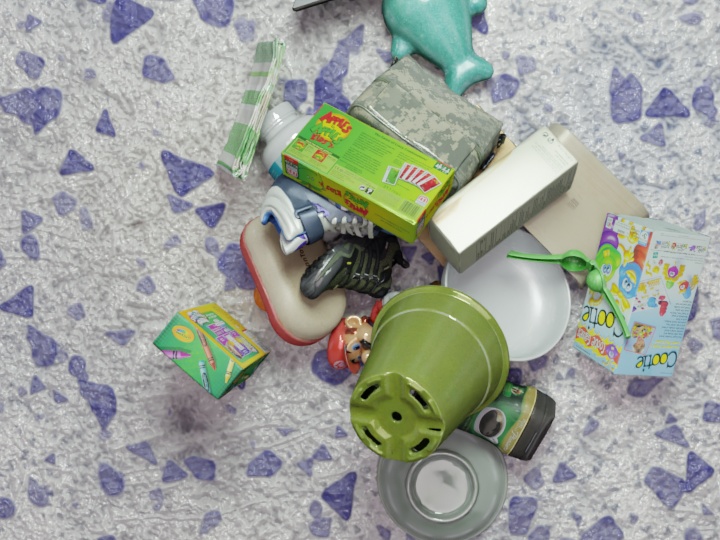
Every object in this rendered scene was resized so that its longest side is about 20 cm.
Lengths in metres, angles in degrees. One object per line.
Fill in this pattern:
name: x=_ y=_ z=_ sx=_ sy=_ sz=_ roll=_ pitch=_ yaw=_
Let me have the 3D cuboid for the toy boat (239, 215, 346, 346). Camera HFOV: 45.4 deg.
toy boat: x=-0.113 y=0.021 z=1.272 sx=0.131 sy=0.130 sz=0.201 roll=-41 pitch=68 yaw=45

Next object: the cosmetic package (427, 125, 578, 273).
cosmetic package: x=0.188 y=-0.093 z=1.152 sx=0.200 sy=0.105 sz=0.071 roll=-37 pitch=73 yaw=-5

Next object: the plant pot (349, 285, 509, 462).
plant pot: x=0.075 y=0.147 z=1.107 sx=0.199 sy=0.190 sz=0.201 roll=8 pitch=113 yaw=19

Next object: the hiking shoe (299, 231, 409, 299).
hiking shoe: x=0.000 y=0.000 z=1.226 sx=0.101 sy=0.200 sz=0.076 roll=54 pitch=139 yaw=-2

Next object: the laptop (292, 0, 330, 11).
laptop: x=-0.018 y=-0.482 z=1.228 sx=0.186 sy=0.200 sz=0.116 roll=-14 pitch=124 yaw=14

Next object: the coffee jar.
coffee jar: x=0.178 y=0.194 z=1.253 sx=0.199 sy=0.085 sz=0.105 roll=25 pitch=118 yaw=4

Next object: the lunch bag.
lunch bag: x=0.090 y=-0.194 z=1.200 sx=0.200 sy=0.139 sz=0.168 roll=37 pitch=63 yaw=2

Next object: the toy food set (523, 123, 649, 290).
toy food set: x=0.299 y=-0.093 z=1.241 sx=0.200 sy=0.060 sz=0.144 roll=45 pitch=89 yaw=1

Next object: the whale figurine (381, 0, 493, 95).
whale figurine: x=0.113 y=-0.350 z=1.232 sx=0.159 sy=0.104 sz=0.201 roll=-29 pitch=87 yaw=6

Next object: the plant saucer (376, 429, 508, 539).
plant saucer: x=0.122 y=0.317 z=1.287 sx=0.199 sy=0.050 sz=0.201 roll=0 pitch=92 yaw=6

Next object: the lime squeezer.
lime squeezer: x=0.301 y=0.010 z=1.170 sx=0.200 sy=0.071 sz=0.038 roll=38 pitch=139 yaw=24

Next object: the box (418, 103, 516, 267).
box: x=0.154 y=-0.120 z=1.279 sx=0.200 sy=0.021 sz=0.164 roll=-42 pitch=88 yaw=6

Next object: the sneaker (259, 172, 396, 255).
sneaker: x=-0.036 y=-0.060 z=1.143 sx=0.200 sy=0.081 sz=0.147 roll=33 pitch=72 yaw=10

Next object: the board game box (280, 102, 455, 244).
board game box: x=0.009 y=-0.127 z=1.105 sx=0.199 sy=0.048 sz=0.102 roll=29 pitch=62 yaw=15

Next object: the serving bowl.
serving bowl: x=0.200 y=0.039 z=1.236 sx=0.199 sy=0.066 sz=0.201 roll=7 pitch=69 yaw=-18

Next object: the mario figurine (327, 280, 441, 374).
mario figurine: x=0.045 y=0.099 z=1.259 sx=0.199 sy=0.106 sz=0.124 roll=-25 pitch=89 yaw=4

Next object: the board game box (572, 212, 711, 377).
board game box: x=0.385 y=0.033 z=1.190 sx=0.104 sy=0.103 sz=0.201 roll=5 pitch=104 yaw=-23

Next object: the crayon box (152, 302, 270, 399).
crayon box: x=-0.208 y=0.110 z=1.235 sx=0.119 sy=0.200 sz=0.058 roll=40 pitch=95 yaw=3

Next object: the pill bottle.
pill bottle: x=-0.068 y=-0.148 z=1.256 sx=0.111 sy=0.111 sz=0.200 roll=-40 pitch=88 yaw=6

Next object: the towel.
towel: x=-0.161 y=-0.235 z=1.247 sx=0.023 sy=0.152 sz=0.201 roll=16 pitch=96 yaw=-21
